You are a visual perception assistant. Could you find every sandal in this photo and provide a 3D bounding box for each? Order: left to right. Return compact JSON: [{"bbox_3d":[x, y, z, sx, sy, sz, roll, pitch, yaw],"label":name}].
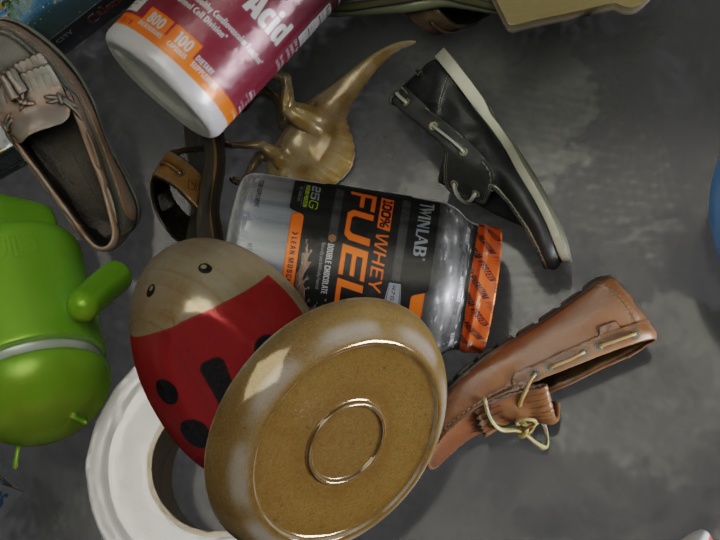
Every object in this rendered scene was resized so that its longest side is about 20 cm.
[{"bbox_3d":[-0.136,-0.051,1.323,0.054,0.082,0.200,5,60,-11],"label":"sandal"},{"bbox_3d":[0.055,-0.222,1.373,0.201,0.057,0.080,0,51,2],"label":"sandal"}]

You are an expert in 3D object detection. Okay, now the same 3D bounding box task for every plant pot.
[{"bbox_3d":[-0.015,0.115,1.193,0.200,0.200,0.027,-49,42,-5],"label":"plant pot"}]

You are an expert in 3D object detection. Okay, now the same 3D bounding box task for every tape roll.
[{"bbox_3d":[-0.102,0.152,1.301,0.202,0.071,0.203,-2,76,7],"label":"tape roll"}]

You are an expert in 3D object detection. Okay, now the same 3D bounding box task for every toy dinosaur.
[{"bbox_3d":[-0.044,-0.117,1.373,0.101,0.058,0.200,32,91,-2],"label":"toy dinosaur"}]

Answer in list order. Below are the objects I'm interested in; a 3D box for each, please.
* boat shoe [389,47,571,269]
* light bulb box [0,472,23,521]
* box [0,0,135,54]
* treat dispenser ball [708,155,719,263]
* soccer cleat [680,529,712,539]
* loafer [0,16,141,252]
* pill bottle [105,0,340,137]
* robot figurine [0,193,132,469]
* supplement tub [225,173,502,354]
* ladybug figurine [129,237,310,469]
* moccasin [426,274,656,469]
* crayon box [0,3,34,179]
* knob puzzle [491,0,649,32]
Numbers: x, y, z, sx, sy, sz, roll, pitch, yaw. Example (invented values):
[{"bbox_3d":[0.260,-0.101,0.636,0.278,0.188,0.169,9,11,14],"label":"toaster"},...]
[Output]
[{"bbox_3d":[0.096,-0.076,1.331,0.068,0.072,0.200,-35,71,5],"label":"boat shoe"},{"bbox_3d":[-0.404,0.178,1.307,0.198,0.125,0.200,38,84,15],"label":"light bulb box"},{"bbox_3d":[-0.207,-0.276,1.355,0.200,0.038,0.137,-34,76,13],"label":"box"},{"bbox_3d":[0.349,-0.044,1.219,0.200,0.201,0.201,-2,77,7],"label":"treat dispenser ball"},{"bbox_3d":[0.173,0.253,1.244,0.085,0.069,0.200,42,90,10],"label":"soccer cleat"},{"bbox_3d":[-0.235,-0.104,1.333,0.072,0.063,0.200,-28,108,12],"label":"loafer"},{"bbox_3d":[-0.085,-0.207,1.288,0.114,0.114,0.200,39,81,14],"label":"pill bottle"},{"bbox_3d":[-0.256,0.043,1.299,0.175,0.116,0.200,-32,62,28],"label":"robot figurine"},{"bbox_3d":[0.000,0.000,1.288,0.200,0.123,0.123,8,78,0],"label":"supplement tub"},{"bbox_3d":[-0.090,0.074,1.212,0.136,0.072,0.200,-27,103,10],"label":"ladybug figurine"},{"bbox_3d":[0.128,0.088,1.285,0.201,0.074,0.078,-33,72,-2],"label":"moccasin"},{"bbox_3d":[-0.317,-0.177,1.415,0.126,0.052,0.200,-28,76,0],"label":"crayon box"},{"bbox_3d":[0.175,-0.274,1.370,0.219,0.030,0.220,2,58,-3],"label":"knob puzzle"}]
